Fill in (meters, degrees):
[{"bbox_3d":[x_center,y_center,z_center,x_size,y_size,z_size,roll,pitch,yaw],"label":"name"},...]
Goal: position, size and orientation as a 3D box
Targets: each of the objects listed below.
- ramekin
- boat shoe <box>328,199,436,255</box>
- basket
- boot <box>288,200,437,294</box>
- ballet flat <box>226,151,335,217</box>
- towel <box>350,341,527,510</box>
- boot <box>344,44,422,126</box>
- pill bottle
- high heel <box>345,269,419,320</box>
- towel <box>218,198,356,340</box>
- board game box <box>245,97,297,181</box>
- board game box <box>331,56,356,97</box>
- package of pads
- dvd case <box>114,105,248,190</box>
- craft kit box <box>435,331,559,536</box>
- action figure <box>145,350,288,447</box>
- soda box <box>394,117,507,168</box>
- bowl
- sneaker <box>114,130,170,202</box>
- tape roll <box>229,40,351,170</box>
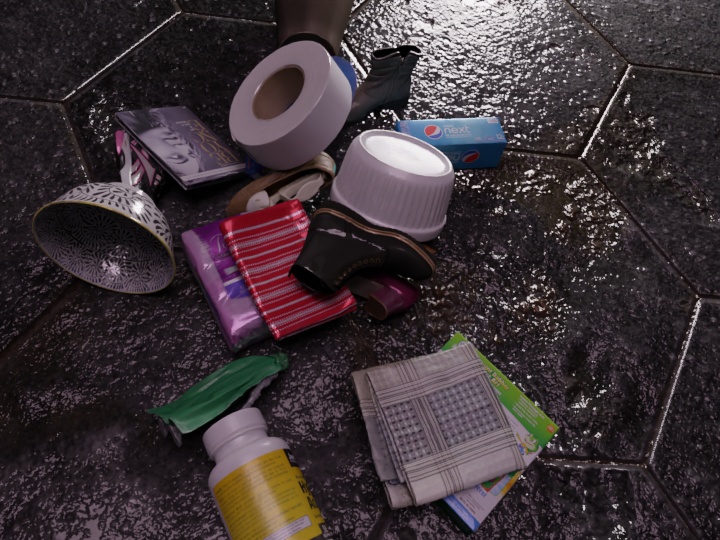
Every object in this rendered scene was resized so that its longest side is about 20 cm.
[{"bbox_3d":[0.057,-0.144,0.972,0.197,0.106,0.201,13,32,-8],"label":"ramekin"},{"bbox_3d":[0.023,-0.046,0.984,0.198,0.070,0.071,24,97,12],"label":"boat shoe"},{"bbox_3d":[-0.099,-0.499,1.198,0.177,0.136,0.203,8,62,-8],"label":"basket"},{"bbox_3d":[0.002,-0.001,0.875,0.197,0.078,0.139,23,52,2],"label":"boot"},{"bbox_3d":[-0.125,-0.122,0.973,0.198,0.068,0.073,-26,39,-2],"label":"ballet flat"},{"bbox_3d":[0.101,0.201,0.811,0.197,0.035,0.195,-13,62,-13],"label":"towel"},{"bbox_3d":[0.017,-0.353,1.122,0.198,0.131,0.068,-22,63,-19],"label":"boot"},{"bbox_3d":[-0.120,0.278,0.741,0.110,0.112,0.201,-23,65,-19],"label":"pill bottle"},{"bbox_3d":[0.000,0.000,0.965,0.200,0.068,0.096,45,40,20],"label":"high heel"},{"bbox_3d":[-0.106,-0.008,0.882,0.143,0.023,0.202,-19,69,-31],"label":"towel"},{"bbox_3d":[-0.136,-0.263,1.059,0.133,0.045,0.203,-21,56,23],"label":"board game box"},{"bbox_3d":[-0.084,-0.298,1.101,0.198,0.039,0.160,-26,54,19],"label":"board game box"},{"bbox_3d":[-0.179,0.015,0.911,0.119,0.076,0.201,-21,64,-23],"label":"package of pads"},{"bbox_3d":[-0.300,-0.216,1.033,0.200,0.016,0.148,43,37,17],"label":"dvd case"},{"bbox_3d":[0.143,0.220,0.849,0.197,0.049,0.200,-38,70,-22],"label":"craft kit box"},{"bbox_3d":[-0.176,0.164,0.823,0.199,0.056,0.117,-28,25,-36],"label":"action figure"},{"bbox_3d":[0.159,-0.230,1.103,0.196,0.068,0.065,-4,59,-9],"label":"soda box"},{"bbox_3d":[-0.349,-0.063,0.866,0.197,0.202,0.095,10,54,-1],"label":"bowl"},{"bbox_3d":[-0.352,-0.150,0.991,0.085,0.081,0.203,-6,65,-23],"label":"sneaker"},{"bbox_3d":[-0.114,-0.264,0.968,0.200,0.071,0.205,-15,58,26],"label":"tape roll"}]
